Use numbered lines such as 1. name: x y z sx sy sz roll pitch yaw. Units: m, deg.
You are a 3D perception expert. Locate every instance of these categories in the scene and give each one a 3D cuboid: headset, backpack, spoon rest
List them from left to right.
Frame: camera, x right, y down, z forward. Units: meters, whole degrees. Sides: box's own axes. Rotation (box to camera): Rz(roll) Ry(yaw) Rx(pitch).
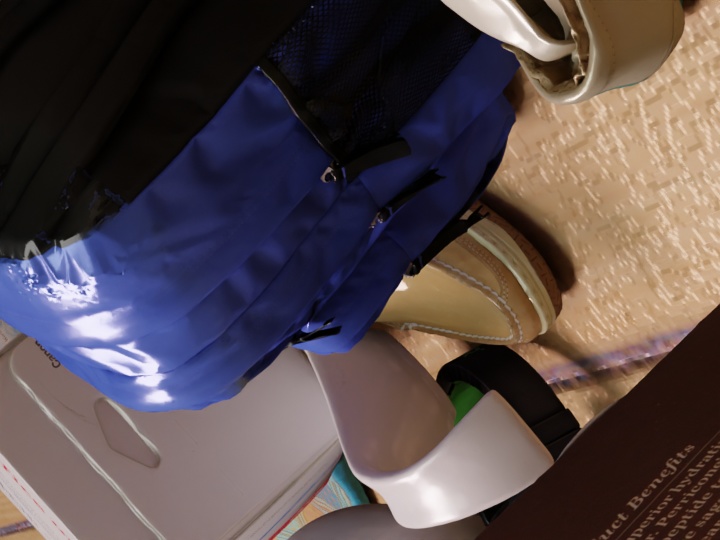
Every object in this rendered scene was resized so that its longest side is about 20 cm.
1. backpack: -0.049 -0.044 0.697 0.162 0.200 0.168 21 154 51
2. spoon rest: 0.016 0.068 0.826 0.099 0.061 0.200 50 171 -13
3. headset: 0.107 0.118 0.872 0.200 0.094 0.124 60 164 17

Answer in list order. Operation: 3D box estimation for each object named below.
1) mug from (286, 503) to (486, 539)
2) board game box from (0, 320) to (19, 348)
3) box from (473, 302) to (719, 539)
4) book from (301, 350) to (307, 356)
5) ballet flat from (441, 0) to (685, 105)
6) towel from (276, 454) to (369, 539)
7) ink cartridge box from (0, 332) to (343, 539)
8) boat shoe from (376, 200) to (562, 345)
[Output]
1. mug: 0.046 0.182 0.992 0.153 0.186 0.150 139 116 -69
2. board game box: -0.293 0.093 1.611 0.199 0.043 0.200 47 158 10
3. box: 0.164 0.113 0.590 0.164 0.166 0.200 54 158 -13
4. book: -0.095 -0.035 1.026 0.200 0.048 0.134 56 161 -21
5. ballet flat: 0.023 -0.134 0.597 0.200 0.069 0.069 51 158 -2
6. towel: -0.030 0.153 1.229 0.147 0.022 0.200 28 150 44
7. ink cartridge box: -0.105 0.090 1.002 0.145 0.145 0.200 46 166 7
8. boat shoe: 0.000 0.000 0.845 0.200 0.076 0.072 21 143 49
